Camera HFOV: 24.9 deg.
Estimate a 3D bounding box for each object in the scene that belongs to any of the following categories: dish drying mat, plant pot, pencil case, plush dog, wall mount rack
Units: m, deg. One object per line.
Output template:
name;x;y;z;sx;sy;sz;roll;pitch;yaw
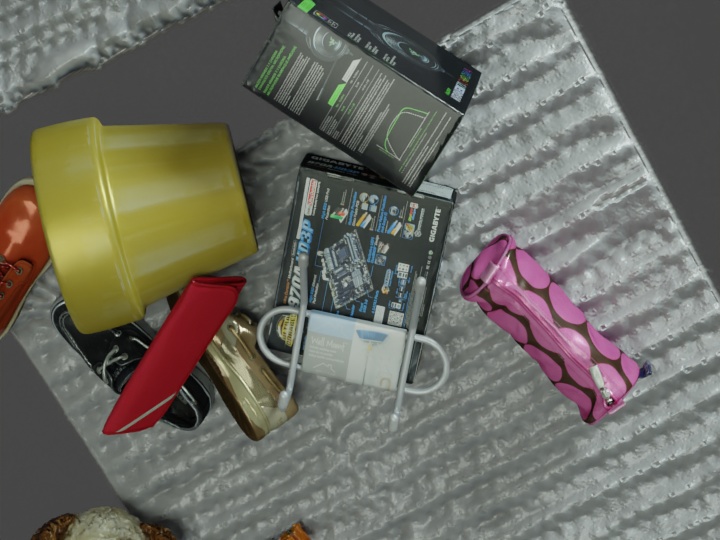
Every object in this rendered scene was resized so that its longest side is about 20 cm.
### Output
dish drying mat;-0.184;0.085;1.603;0.018;0.076;0.201;50;119;28
plant pot;-0.203;-0.058;1.576;0.186;0.201;0.203;-14;107;-2
pencil case;0.186;0.058;1.597;0.200;0.094;0.091;43;110;-6
plush dog;-0.275;0.342;1.762;0.197;0.160;0.174;5;92;-11
wall mount rack;-0.007;0.064;1.590;0.197;0.075;0.176;11;111;4

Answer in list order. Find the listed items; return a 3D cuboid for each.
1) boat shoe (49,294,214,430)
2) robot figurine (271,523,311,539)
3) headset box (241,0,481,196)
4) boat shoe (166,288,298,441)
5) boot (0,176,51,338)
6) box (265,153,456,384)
boat shoe;-0.242;0.097;1.692;0.199;0.068;0.072;39;110;-6
robot figurine;-0.110;0.370;1.769;0.200;0.058;0.145;-41;97;18
headset box;-0.001;-0.181;1.503;0.199;0.174;0.093;33;111;-2
boat shoe;-0.135;0.074;1.675;0.064;0.071;0.201;-31;94;-18
boot;-0.366;0.003;1.661;0.074;0.107;0.202;27;109;1
box;0.000;0.000;1.632;0.157;0.046;0.202;13;110;4
